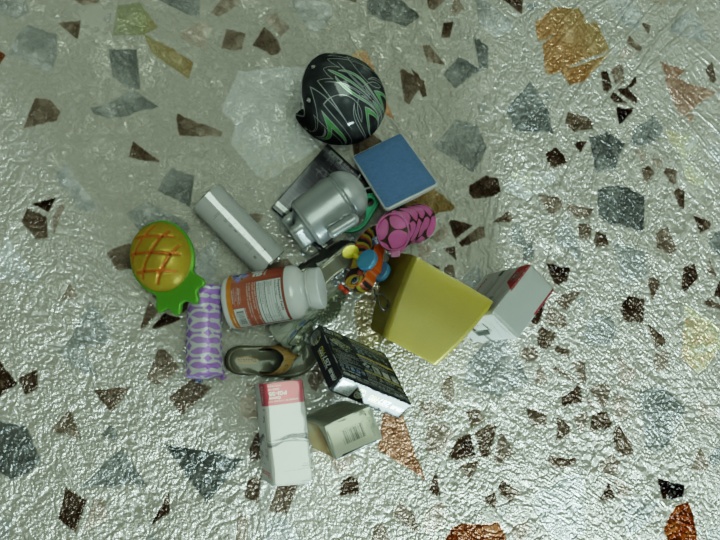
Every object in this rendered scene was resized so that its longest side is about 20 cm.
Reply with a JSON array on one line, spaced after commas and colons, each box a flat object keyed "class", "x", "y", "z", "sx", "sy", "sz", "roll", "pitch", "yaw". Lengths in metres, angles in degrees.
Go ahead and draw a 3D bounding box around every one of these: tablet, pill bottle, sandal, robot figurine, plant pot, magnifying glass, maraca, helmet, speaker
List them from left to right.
[{"class": "maraca", "x": -0.389, "y": -0.007, "z": 1.550, "sx": 0.137, "sy": 0.107, "sz": 0.201, "roll": -32, "pitch": 75, "yaw": 8}, {"class": "speaker", "x": -0.257, "y": -0.085, "z": 1.624, "sx": 0.200, "sy": 0.081, "sz": 0.081, "roll": 45, "pitch": 72, "yaw": -5}, {"class": "sandal", "x": -0.182, "y": 0.183, "z": 1.614, "sx": 0.199, "sy": 0.055, "sz": 0.082, "roll": 3, "pitch": 80, "yaw": -16}, {"class": "pill bottle", "x": -0.174, "y": 0.051, "z": 1.573, "sx": 0.199, "sy": 0.112, "sz": 0.113, "roll": -10, "pitch": 83, "yaw": 8}, {"class": "robot figurine", "x": -0.067, "y": -0.134, "z": 1.641, "sx": 0.200, "sy": 0.113, "sz": 0.170, "roll": -36, "pitch": 50, "yaw": -2}, {"class": "helmet", "x": -0.041, "y": -0.371, "z": 1.676, "sx": 0.199, "sy": 0.191, "sz": 0.201, "roll": 3, "pitch": 80, "yaw": -17}, {"class": "magnifying glass", "x": 0.027, "y": -0.154, "z": 1.701, "sx": 0.200, "sy": 0.022, "sz": 0.080, "roll": -33, "pitch": 77, "yaw": -3}, {"class": "tablet", "x": 0.074, "y": -0.219, "z": 1.701, "sx": 0.130, "sy": 0.014, "sz": 0.200, "roll": -27, "pitch": 50, "yaw": -3}, {"class": "plant pot", "x": 0.130, "y": 0.087, "z": 1.657, "sx": 0.199, "sy": 0.200, "sz": 0.177, "roll": 30, "pitch": 87, "yaw": -12}]

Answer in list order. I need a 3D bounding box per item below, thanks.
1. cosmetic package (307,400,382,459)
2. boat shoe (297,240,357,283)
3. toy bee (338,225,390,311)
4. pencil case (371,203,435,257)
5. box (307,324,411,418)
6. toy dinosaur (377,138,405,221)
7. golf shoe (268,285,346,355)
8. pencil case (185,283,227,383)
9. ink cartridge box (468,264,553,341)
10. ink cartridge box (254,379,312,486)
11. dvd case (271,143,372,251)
[{"class": "cosmetic package", "x": -0.042, "y": 0.318, "z": 1.556, "sx": 0.105, "sy": 0.200, "sz": 0.071, "roll": -21, "pitch": 90, "yaw": -17}, {"class": "boat shoe", "x": -0.092, "y": -0.003, "z": 1.679, "sx": 0.200, "sy": 0.057, "sz": 0.067, "roll": -32, "pitch": 118, "yaw": -15}, {"class": "toy bee", "x": 0.000, "y": 0.000, "z": 1.630, "sx": 0.131, "sy": 0.108, "sz": 0.200, "roll": 56, "pitch": 31, "yaw": -25}, {"class": "pencil case", "x": 0.100, "y": -0.090, "z": 1.663, "sx": 0.090, "sy": 0.200, "sz": 0.094, "roll": -13, "pitch": 95, "yaw": 27}, {"class": "box", "x": -0.002, "y": 0.206, "z": 1.577, "sx": 0.200, "sy": 0.161, "sz": 0.049, "roll": 27, "pitch": 113, "yaw": -37}, {"class": "toy dinosaur", "x": 0.079, "y": -0.207, "z": 1.746, "sx": 0.102, "sy": 0.077, "sz": 0.201, "roll": -12, "pitch": 87, "yaw": -25}, {"class": "golf shoe", "x": -0.112, "y": 0.085, "z": 1.643, "sx": 0.097, "sy": 0.079, "sz": 0.200, "roll": 26, "pitch": 47, "yaw": 27}, {"class": "pencil case", "x": -0.311, "y": 0.126, "z": 1.571, "sx": 0.085, "sy": 0.084, "sz": 0.201, "roll": 4, "pitch": 79, "yaw": -28}, {"class": "ink cartridge box", "x": 0.310, "y": 0.075, "z": 1.701, "sx": 0.083, "sy": 0.200, "sz": 0.147, "roll": 44, "pitch": 73, "yaw": -9}, {"class": "ink cartridge box", "x": -0.156, "y": 0.323, "z": 1.550, "sx": 0.082, "sy": 0.146, "sz": 0.201, "roll": -4, "pitch": 82, "yaw": -16}, {"class": "dvd case", "x": -0.081, "y": -0.162, "z": 1.722, "sx": 0.149, "sy": 0.016, "sz": 0.200, "roll": 41, "pitch": 72, "yaw": -7}]
